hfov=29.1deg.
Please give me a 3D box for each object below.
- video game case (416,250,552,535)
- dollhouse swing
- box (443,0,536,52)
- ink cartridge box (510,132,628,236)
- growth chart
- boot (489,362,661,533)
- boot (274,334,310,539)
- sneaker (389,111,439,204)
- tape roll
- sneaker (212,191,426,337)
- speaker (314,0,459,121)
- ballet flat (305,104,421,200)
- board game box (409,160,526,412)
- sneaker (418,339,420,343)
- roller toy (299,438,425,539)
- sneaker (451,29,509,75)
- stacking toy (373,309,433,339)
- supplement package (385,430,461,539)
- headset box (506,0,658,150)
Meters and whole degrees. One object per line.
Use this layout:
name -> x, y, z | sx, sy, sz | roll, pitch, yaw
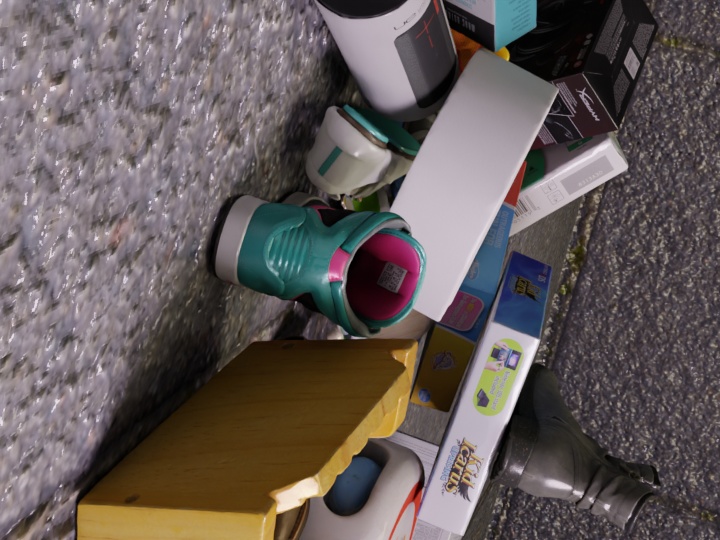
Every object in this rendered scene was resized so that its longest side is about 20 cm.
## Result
video game case -> 0.109, 0.098, 1.177 | 0.200, 0.045, 0.183 | -57, 167, -70
dollhouse swing -> -0.056, 0.166, 0.862 | 0.200, 0.180, 0.178 | -43, 124, -54
box -> 0.083, -0.265, 0.994 | 0.049, 0.082, 0.201 | -33, 139, -27
ink cartridge box -> 0.165, -0.131, 1.386 | 0.050, 0.160, 0.201 | 48, 19, -36
growth chart -> 0.000, 0.000, 1.110 | 0.145, 0.018, 0.202 | 69, 26, -58
boot -> 0.181, 0.152, 1.148 | 0.200, 0.129, 0.068 | -55, 167, -70
boot -> -0.072, 0.140, 1.037 | 0.076, 0.073, 0.202 | 64, 37, -49
sneaker -> 0.077, -0.126, 1.229 | 0.071, 0.082, 0.201 | 90, 22, -49
tape roll -> 0.076, -0.064, 1.062 | 0.204, 0.070, 0.202 | -63, 176, -7
sneaker -> -0.012, -0.009, 0.937 | 0.200, 0.119, 0.085 | -13, 120, -75
speaker -> 0.018, -0.170, 0.942 | 0.200, 0.080, 0.082 | 54, 55, -74
ballet flat -> -0.003, -0.083, 1.019 | 0.200, 0.069, 0.070 | -19, 126, -79
board game box -> 0.096, 0.013, 1.262 | 0.201, 0.040, 0.154 | 104, 3, -54
sneaker -> 0.081, 0.013, 1.437 | 0.074, 0.081, 0.202 | 64, 47, -73
roller toy -> -0.026, 0.223, 1.141 | 0.182, 0.138, 0.202 | 42, 67, -76
sneaker -> 0.086, -0.221, 1.148 | 0.074, 0.076, 0.200 | -68, 158, -11
stacking toy -> 0.051, -0.021, 1.288 | 0.201, 0.084, 0.086 | -62, 164, -52
supplement package -> 0.015, 0.253, 1.328 | 0.152, 0.149, 0.202 | 46, 63, -77
headset box -> 0.171, -0.192, 1.348 | 0.077, 0.199, 0.150 | 50, 51, -30
